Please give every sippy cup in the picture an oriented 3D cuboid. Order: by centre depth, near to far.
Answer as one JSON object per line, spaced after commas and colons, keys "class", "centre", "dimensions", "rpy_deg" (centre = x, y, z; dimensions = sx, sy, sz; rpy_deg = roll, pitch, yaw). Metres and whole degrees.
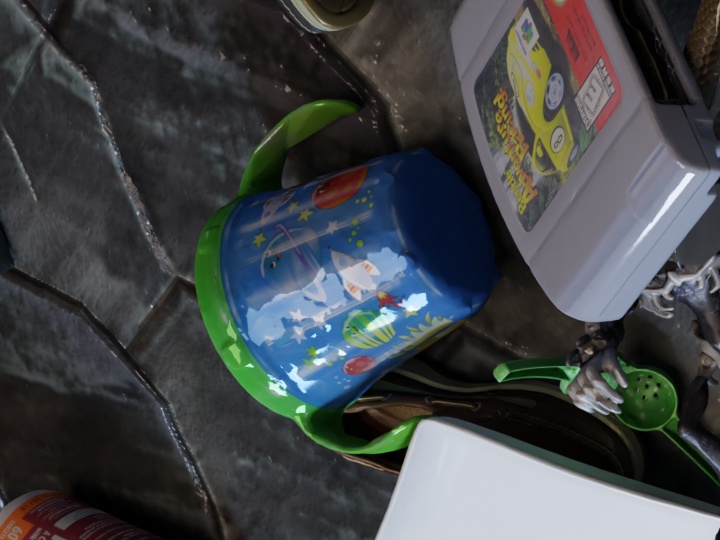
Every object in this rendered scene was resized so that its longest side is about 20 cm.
{"class": "sippy cup", "centre": [0.000, 0.000, 1.054], "dimensions": [0.130, 0.140, 0.178], "rpy_deg": [-25, 106, 34]}

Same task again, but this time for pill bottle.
{"class": "pill bottle", "centre": [-0.168, 0.235, 1.336], "dimensions": [0.200, 0.110, 0.110], "rpy_deg": [18, 124, 32]}

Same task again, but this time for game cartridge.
{"class": "game cartridge", "centre": [0.100, -0.083, 0.908], "dimensions": [0.133, 0.041, 0.200], "rpy_deg": [116, 145, -48]}

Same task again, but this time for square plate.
{"class": "square plate", "centre": [0.107, 0.165, 1.071], "dimensions": [0.199, 0.028, 0.198], "rpy_deg": [19, 137, 0]}

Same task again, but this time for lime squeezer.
{"class": "lime squeezer", "centre": [0.135, 0.072, 1.001], "dimensions": [0.200, 0.071, 0.038], "rpy_deg": [30, 134, -31]}

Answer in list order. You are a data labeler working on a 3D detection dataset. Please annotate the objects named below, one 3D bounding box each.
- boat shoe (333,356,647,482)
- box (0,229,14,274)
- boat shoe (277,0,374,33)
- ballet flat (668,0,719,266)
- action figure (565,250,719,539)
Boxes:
{"class": "boat shoe", "centre": [0.062, 0.103, 1.091], "dimensions": [0.202, 0.075, 0.075], "rpy_deg": [9, 120, 36]}
{"class": "box", "centre": [-0.356, -0.061, 1.294], "dimensions": [0.124, 0.148, 0.200], "rpy_deg": [-5, 110, 42]}
{"class": "boat shoe", "centre": [-0.060, -0.214, 1.021], "dimensions": [0.066, 0.072, 0.201], "rpy_deg": [-25, 95, 54]}
{"class": "ballet flat", "centre": [0.166, -0.099, 0.877], "dimensions": [0.046, 0.067, 0.201], "rpy_deg": [35, 119, 44]}
{"class": "action figure", "centre": [0.169, 0.033, 0.944], "dimensions": [0.119, 0.102, 0.200], "rpy_deg": [-28, 95, 30]}
